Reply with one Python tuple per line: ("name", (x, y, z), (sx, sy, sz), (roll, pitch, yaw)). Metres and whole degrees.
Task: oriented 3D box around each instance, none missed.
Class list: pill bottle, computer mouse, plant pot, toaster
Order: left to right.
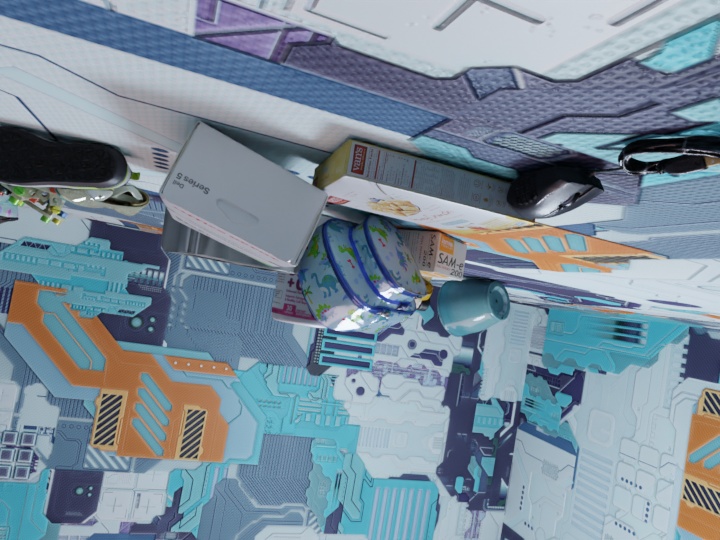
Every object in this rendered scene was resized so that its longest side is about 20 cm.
("toaster", (-0.182, -0.068, 0.803), (0.180, 0.120, 0.199), (11, 177, -35))
("pill bottle", (-0.096, 0.000, 1.004), (0.112, 0.202, 0.113), (10, 177, 0))
("plant pot", (0.397, 0.117, 1.825), (0.199, 0.202, 0.187), (12, 162, -42))
("computer mouse", (0.184, -0.064, 0.413), (0.058, 0.034, 0.200), (13, 173, -19))

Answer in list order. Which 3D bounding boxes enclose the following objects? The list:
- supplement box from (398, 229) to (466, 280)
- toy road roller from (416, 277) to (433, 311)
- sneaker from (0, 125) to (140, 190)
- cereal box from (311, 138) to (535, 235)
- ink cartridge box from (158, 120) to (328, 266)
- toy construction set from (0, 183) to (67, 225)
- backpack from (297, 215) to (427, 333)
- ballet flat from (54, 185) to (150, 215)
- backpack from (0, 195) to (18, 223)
("supplement box", (0.083, -0.033, 1.010), (0.199, 0.074, 0.126), (8, 177, 35))
("toy road roller", (0.140, 0.011, 1.531), (0.122, 0.147, 0.201), (11, -146, -25))
("sneaker", (-0.399, -0.136, 0.707), (0.198, 0.072, 0.083), (10, 178, -7))
("cereal box", (0.058, -0.078, 0.553), (0.199, 0.040, 0.144), (11, 177, -16))
("ink cartridge box", (-0.133, -0.071, 0.596), (0.145, 0.084, 0.200), (28, 172, -15))
("toy construction set", (-0.643, -0.150, 1.067), (0.131, 0.093, 0.199), (39, 156, -25))
("backpack", (0.000, 0.000, 0.865), (0.147, 0.184, 0.199), (-34, 158, 29))
("ballet flat", (-0.466, -0.148, 0.985), (0.062, 0.068, 0.200), (-19, 174, 13))
("backpack", (-0.818, -0.162, 1.112), (0.198, 0.128, 0.167), (9, -171, 5))
